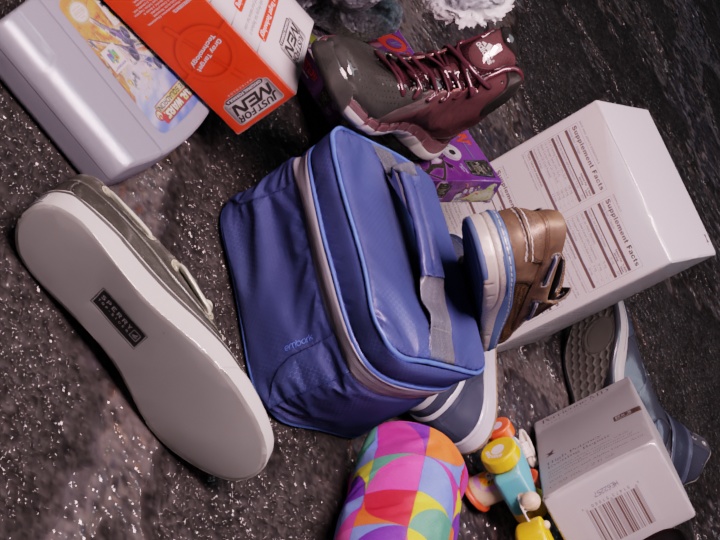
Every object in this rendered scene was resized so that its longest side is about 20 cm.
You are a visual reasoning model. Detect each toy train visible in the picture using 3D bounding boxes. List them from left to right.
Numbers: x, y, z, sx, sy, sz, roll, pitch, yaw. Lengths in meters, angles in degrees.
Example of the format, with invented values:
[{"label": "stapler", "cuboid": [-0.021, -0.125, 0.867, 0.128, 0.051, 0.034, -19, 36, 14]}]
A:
[{"label": "toy train", "cuboid": [0.136, 0.219, 0.970, 0.202, 0.055, 0.150, 69, 10, 26]}]

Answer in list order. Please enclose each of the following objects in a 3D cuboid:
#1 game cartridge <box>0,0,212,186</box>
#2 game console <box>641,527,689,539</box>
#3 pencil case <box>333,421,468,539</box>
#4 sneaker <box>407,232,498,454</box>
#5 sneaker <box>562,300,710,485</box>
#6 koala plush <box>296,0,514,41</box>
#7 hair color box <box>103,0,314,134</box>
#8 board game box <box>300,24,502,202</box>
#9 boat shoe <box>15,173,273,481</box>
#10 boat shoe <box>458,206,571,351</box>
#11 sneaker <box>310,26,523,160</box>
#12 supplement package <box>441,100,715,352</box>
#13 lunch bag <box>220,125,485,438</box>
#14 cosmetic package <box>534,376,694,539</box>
[{"label": "game cartridge", "cuboid": [-0.159, -0.142, 0.822, 0.133, 0.041, 0.201, 48, 31, -16]}, {"label": "game console", "cuboid": [0.129, 0.225, 0.773, 0.171, 0.119, 0.200, 26, 16, -11]}, {"label": "pencil case", "cuboid": [0.014, 0.182, 0.768, 0.089, 0.088, 0.200, 52, 29, -16]}, {"label": "sneaker", "cuboid": [0.057, 0.036, 0.977, 0.108, 0.070, 0.202, 36, 40, -41]}, {"label": "sneaker", "cuboid": [0.278, 0.129, 1.229, 0.145, 0.077, 0.204, 25, 54, -31]}, {"label": "koala plush", "cuboid": [0.028, -0.260, 0.930, 0.183, 0.198, 0.180, -17, 113, -58]}, {"label": "hair color box", "cuboid": [-0.122, -0.200, 0.833, 0.200, 0.061, 0.102, 44, 33, -27]}, {"label": "board game box", "cuboid": [0.022, -0.134, 1.018, 0.119, 0.032, 0.201, 1, 46, -38]}, {"label": "boat shoe", "cuboid": [-0.112, 0.030, 0.709, 0.201, 0.070, 0.064, 54, 31, -10]}, {"label": "boat shoe", "cuboid": [0.111, 0.009, 0.869, 0.200, 0.072, 0.073, 79, -2, -76]}, {"label": "sneaker", "cuboid": [0.050, -0.147, 0.873, 0.200, 0.115, 0.076, 10, 53, -65]}, {"label": "supplement package", "cuboid": [0.183, -0.036, 1.107, 0.151, 0.199, 0.152, -6, 70, -60]}, {"label": "lunch bag", "cuboid": [0.000, 0.000, 0.851, 0.135, 0.132, 0.202, 18, 51, -51]}, {"label": "cosmetic package", "cuboid": [0.203, 0.161, 1.014, 0.075, 0.101, 0.200, 60, 9, -7]}]
